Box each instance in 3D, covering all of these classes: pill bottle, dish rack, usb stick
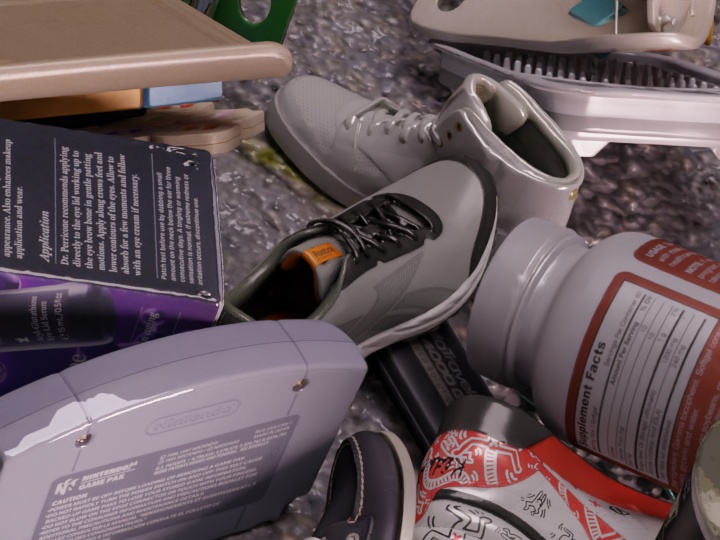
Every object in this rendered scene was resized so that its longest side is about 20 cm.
[{"bbox_3d":[0.157,0.048,1.365,0.199,0.113,0.112,24,37,24],"label":"pill bottle"},{"bbox_3d":[0.143,-0.098,1.619,0.171,0.044,0.200,1,13,-22],"label":"dish rack"},{"bbox_3d":[0.035,0.055,1.458,0.055,0.033,0.200,-3,45,-32],"label":"usb stick"}]

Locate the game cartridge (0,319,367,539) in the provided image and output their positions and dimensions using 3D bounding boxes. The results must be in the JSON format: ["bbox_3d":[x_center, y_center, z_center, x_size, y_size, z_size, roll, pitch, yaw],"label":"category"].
[{"bbox_3d":[-0.096,0.084,1.286,0.199,0.134,0.041,-13,57,-35],"label":"game cartridge"}]

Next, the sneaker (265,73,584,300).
[{"bbox_3d":[0.040,-0.077,1.545,0.200,0.116,0.074,36,43,19],"label":"sneaker"}]

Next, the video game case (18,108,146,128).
[{"bbox_3d":[-0.241,-0.100,1.459,0.199,0.026,0.180,-12,24,-34],"label":"video game case"}]

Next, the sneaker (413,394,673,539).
[{"bbox_3d":[0.108,0.155,1.359,0.201,0.067,0.108,31,63,-15],"label":"sneaker"}]

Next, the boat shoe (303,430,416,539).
[{"bbox_3d":[-0.015,0.147,1.299,0.062,0.073,0.201,16,44,-11],"label":"boat shoe"}]

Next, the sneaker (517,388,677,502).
[{"bbox_3d":[0.189,0.056,1.489,0.200,0.078,0.140,36,42,17],"label":"sneaker"}]

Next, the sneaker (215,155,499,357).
[{"bbox_3d":[0.000,0.000,1.428,0.074,0.080,0.200,33,57,27],"label":"sneaker"}]

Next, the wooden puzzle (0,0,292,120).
[{"bbox_3d":[-0.155,-0.108,1.407,0.184,0.037,0.200,-7,16,-26],"label":"wooden puzzle"}]

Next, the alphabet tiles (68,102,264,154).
[{"bbox_3d":[-0.154,-0.066,1.435,0.199,0.015,0.196,-3,11,11],"label":"alphabet tiles"}]

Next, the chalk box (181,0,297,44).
[{"bbox_3d":[-0.125,-0.190,1.595,0.199,0.125,0.124,25,39,4],"label":"chalk box"}]

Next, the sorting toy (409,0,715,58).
[{"bbox_3d":[0.114,-0.204,1.644,0.179,0.107,0.201,-3,73,19],"label":"sorting toy"}]

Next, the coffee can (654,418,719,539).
[{"bbox_3d":[0.183,0.177,1.250,0.145,0.201,0.147,13,40,-11],"label":"coffee can"}]

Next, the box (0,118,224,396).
[{"bbox_3d":[-0.178,0.014,1.317,0.199,0.148,0.105,7,45,-15],"label":"box"}]
